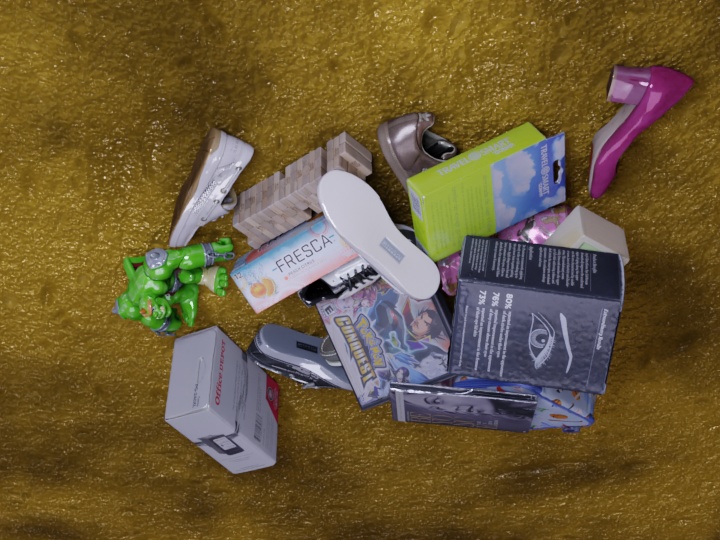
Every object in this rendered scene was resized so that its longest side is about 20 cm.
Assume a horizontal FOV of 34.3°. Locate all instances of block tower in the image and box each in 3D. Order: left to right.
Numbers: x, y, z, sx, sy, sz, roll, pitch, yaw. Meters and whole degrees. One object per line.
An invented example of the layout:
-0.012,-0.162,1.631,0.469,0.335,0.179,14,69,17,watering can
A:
-0.079,-0.100,1.485,0.199,0.054,0.058,-29,134,30,block tower

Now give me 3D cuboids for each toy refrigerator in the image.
0.253,0.019,1.506,0.076,0.070,0.200,26,127,-18,toy refrigerator

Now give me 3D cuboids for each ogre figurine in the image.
-0.266,0.023,1.611,0.119,0.099,0.200,4,162,-36,ogre figurine

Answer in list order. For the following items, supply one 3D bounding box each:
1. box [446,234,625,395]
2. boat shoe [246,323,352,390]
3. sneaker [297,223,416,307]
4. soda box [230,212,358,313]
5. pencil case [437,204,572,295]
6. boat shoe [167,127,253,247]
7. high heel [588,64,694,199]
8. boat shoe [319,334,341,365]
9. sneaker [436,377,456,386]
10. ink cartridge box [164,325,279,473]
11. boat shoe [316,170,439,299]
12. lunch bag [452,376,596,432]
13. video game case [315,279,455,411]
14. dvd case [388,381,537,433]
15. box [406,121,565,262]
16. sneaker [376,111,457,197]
0.213,0.054,1.429,0.198,0.105,0.149,8,124,5,box
-0.079,0.147,1.787,0.198,0.074,0.068,19,134,-24,boat shoe
0.000,0.000,1.565,0.199,0.080,0.074,-20,122,29,sneaker
-0.070,-0.026,1.524,0.199,0.064,0.069,-29,105,13,soda box
0.198,-0.026,1.571,0.199,0.087,0.083,-13,172,15,pencil case
-0.190,-0.092,1.477,0.069,0.071,0.200,16,138,-19,boat shoe
0.333,-0.159,1.409,0.095,0.068,0.201,9,139,4,high heel
0.010,0.070,1.697,0.201,0.072,0.060,-34,134,26,boat shoe
0.080,0.147,1.800,0.088,0.081,0.200,-19,135,32,sneaker
-0.209,0.202,1.795,0.083,0.146,0.200,-16,141,22,ink cartridge box
0.017,-0.042,1.442,0.200,0.072,0.068,40,164,-14,boat shoe
0.234,0.172,1.657,0.160,0.076,0.200,-10,148,42,lunch bag
0.039,0.076,1.633,0.180,0.201,0.025,-23,-178,26,video game case
0.140,0.192,1.616,0.198,0.016,0.149,5,157,6,dvd case
0.158,-0.100,1.443,0.199,0.048,0.122,-25,138,-13,box
0.095,-0.119,1.454,0.075,0.071,0.200,-20,139,21,sneaker
